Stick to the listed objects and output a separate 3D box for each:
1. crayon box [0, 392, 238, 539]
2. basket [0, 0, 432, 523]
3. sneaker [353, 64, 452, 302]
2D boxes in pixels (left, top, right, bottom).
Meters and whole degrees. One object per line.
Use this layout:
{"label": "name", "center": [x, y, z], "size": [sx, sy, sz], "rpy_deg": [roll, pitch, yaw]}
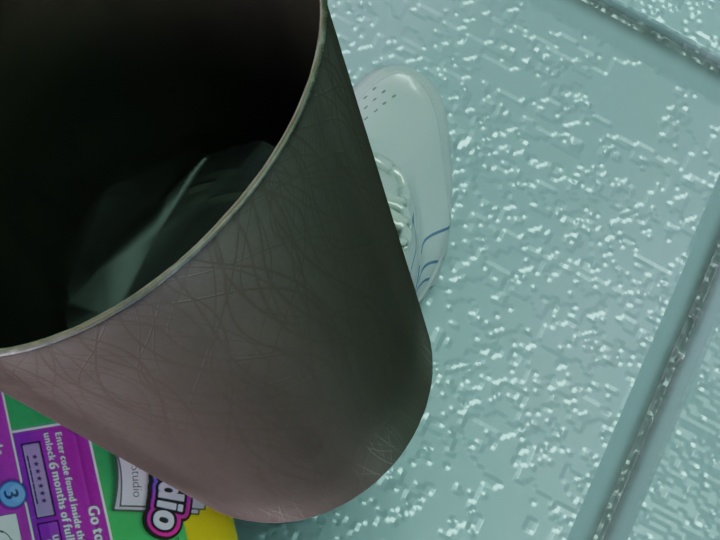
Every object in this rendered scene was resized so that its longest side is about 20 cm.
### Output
{"label": "crayon box", "center": [-0.133, 0.115, 0.968], "size": [0.172, 0.058, 0.201], "rpy_deg": [-8, 71, -19]}
{"label": "basket", "center": [-0.057, -0.001, 0.879], "size": [0.180, 0.200, 0.136], "rpy_deg": [-46, 57, -9]}
{"label": "sneaker", "center": [0.000, 0.000, 1.034], "size": [0.074, 0.087, 0.201], "rpy_deg": [18, 64, -5]}
